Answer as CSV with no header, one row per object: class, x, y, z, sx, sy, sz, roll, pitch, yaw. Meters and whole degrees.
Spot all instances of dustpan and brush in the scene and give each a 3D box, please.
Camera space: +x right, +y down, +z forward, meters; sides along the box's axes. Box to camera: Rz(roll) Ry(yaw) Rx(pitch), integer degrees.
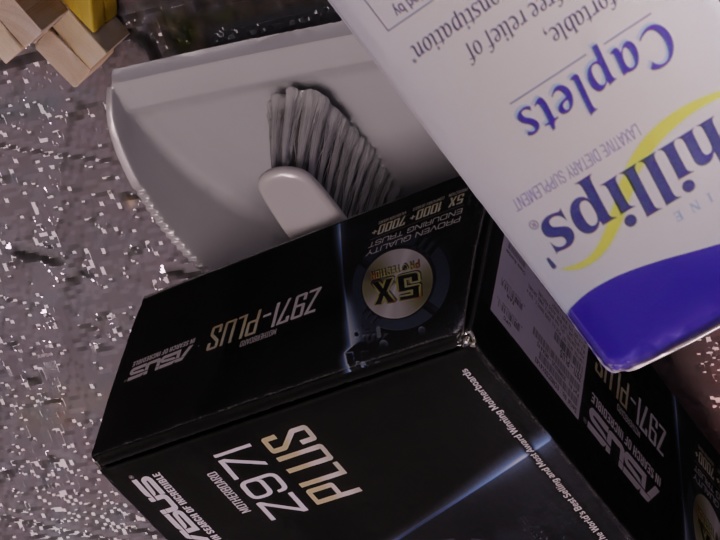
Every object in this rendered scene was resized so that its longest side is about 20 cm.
dustpan and brush,0.000,0.000,0.944,0.139,0.057,0.200,-9,138,24

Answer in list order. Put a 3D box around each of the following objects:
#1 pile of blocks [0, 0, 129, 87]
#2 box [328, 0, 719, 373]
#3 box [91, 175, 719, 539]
pile of blocks,-0.114,-0.157,0.911,0.082,0.062,0.201,2,117,22
box,0.081,-0.102,0.785,0.105,0.184,0.200,-33,100,31
box,0.029,0.078,0.925,0.163,0.086,0.200,-19,127,30
